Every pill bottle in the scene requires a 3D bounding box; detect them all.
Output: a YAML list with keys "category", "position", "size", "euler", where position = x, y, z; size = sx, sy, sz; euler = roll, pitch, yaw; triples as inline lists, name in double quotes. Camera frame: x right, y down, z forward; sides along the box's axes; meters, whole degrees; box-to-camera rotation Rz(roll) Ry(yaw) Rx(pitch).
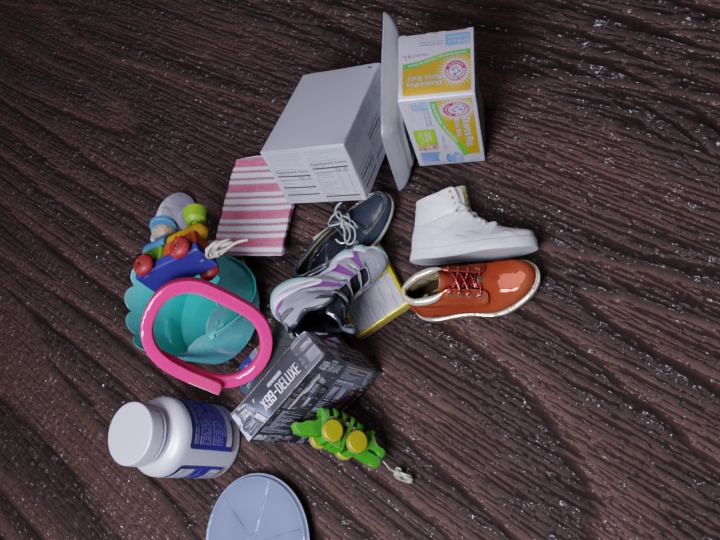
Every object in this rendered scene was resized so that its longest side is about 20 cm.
- category: "pill bottle"
  position: [-0.293, 0.265, 1.047]
  size: [0.117, 0.199, 0.123]
  euler: [-9, 70, 25]

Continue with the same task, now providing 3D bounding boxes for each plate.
- category: "plate"
  position: [0.062, -0.255, 1.024]
  size: [0.031, 0.200, 0.205]
  euler: [-1, 73, 11]

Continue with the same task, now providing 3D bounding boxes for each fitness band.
- category: "fitness band"
  position: [-0.225, 0.096, 0.976]
  size: [0.146, 0.197, 0.037]
  euler: [-61, 19, 2]

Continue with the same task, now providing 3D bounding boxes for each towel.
- category: "towel"
  position: [-0.180, -0.117, 1.188]
  size: [0.143, 0.030, 0.205]
  euler: [1, 67, 23]

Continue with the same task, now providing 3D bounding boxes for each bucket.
- category: "bucket"
  position: [-0.273, 0.055, 1.095]
  size: [0.202, 0.134, 0.213]
  euler: [-8, 71, 25]

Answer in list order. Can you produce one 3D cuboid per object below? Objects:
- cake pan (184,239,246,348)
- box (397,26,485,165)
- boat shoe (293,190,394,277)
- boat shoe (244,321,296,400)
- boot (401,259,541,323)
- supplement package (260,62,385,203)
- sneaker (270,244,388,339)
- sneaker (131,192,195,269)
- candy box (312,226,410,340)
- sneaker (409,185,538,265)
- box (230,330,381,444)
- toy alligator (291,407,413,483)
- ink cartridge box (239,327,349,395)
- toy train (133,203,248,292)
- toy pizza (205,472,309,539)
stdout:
- category: "cake pan"
  position: [-0.273, 0.047, 1.199]
  size: [0.196, 0.037, 0.206]
  euler: [-9, 70, 26]
- category: "box"
  position: [0.124, -0.247, 0.971]
  size: [0.109, 0.200, 0.104]
  euler: [-3, 72, 15]
- category: "boat shoe"
  position: [-0.028, -0.054, 1.054]
  size: [0.199, 0.062, 0.075]
  euler: [-43, 56, 6]
- category: "boat shoe"
  position: [-0.118, 0.155, 1.030]
  size: [0.073, 0.064, 0.206]
  euler: [6, 70, 47]
- category: "boot"
  position: [0.155, 0.024, 0.936]
  size: [0.196, 0.107, 0.077]
  euler: [-17, 65, 21]
- category: "supplement package"
  position: [-0.044, -0.223, 1.076]
  size: [0.152, 0.112, 0.203]
  euler: [0, 49, 27]
- category: "sneaker"
  position: [-0.026, 0.045, 0.966]
  size: [0.197, 0.079, 0.140]
  euler: [-29, 34, -10]
- category: "sneaker"
  position: [-0.381, -0.053, 1.265]
  size: [0.113, 0.075, 0.204]
  euler: [-34, 35, 43]
- category: "candy box"
  position: [0.000, 0.000, 1.072]
  size: [0.101, 0.026, 0.203]
  euler: [-34, 61, 16]
- category: "sneaker"
  position: [0.165, -0.074, 0.980]
  size: [0.196, 0.073, 0.119]
  euler: [-3, 76, 29]
- category: "box"
  position: [-0.070, 0.177, 0.954]
  size: [0.158, 0.199, 0.050]
  euler: [-49, 61, 7]
- category: "toy alligator"
  position: [-0.005, 0.241, 0.941]
  size: [0.059, 0.197, 0.055]
  euler: [-44, 23, 54]
- category: "ink cartridge box"
  position: [-0.120, 0.154, 1.083]
  size: [0.201, 0.042, 0.120]
  euler: [-48, 58, 9]
- category: "toy train"
  position: [-0.246, -0.052, 0.995]
  size: [0.196, 0.085, 0.118]
  euler: [-22, 53, 20]
- category: "toy pizza"
  position: [-0.158, 0.421, 1.024]
  size: [0.196, 0.032, 0.206]
  euler: [-9, 72, 27]
